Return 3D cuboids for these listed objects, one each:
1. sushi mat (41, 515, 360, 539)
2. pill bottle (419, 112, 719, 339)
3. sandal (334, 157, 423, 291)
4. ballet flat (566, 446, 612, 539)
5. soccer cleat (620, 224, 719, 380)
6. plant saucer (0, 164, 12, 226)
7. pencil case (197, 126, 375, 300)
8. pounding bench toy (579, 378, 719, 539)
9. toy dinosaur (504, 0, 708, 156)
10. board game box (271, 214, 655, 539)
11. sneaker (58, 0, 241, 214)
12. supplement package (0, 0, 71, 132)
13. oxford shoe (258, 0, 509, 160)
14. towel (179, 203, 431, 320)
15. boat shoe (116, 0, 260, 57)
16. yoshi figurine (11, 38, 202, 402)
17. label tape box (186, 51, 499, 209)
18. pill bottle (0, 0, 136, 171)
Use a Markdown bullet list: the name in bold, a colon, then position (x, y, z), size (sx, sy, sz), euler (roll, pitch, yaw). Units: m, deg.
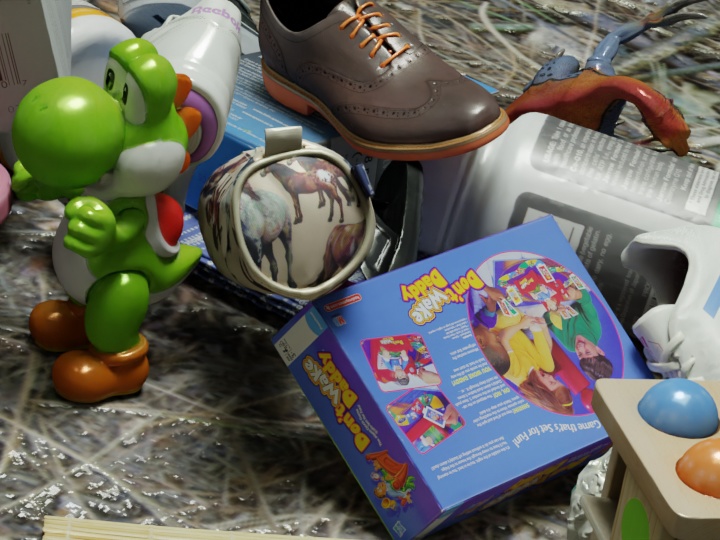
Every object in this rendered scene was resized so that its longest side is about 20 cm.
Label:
- **sushi mat**: position (-0.062, 0.158, 1.507), size (0.200, 0.012, 0.096), euler (5, 29, -9)
- **pill bottle**: position (0.131, -0.029, 1.809), size (0.200, 0.113, 0.113), euler (20, 28, 5)
- **sandal**: position (0.000, 0.000, 1.716), size (0.048, 0.075, 0.200), euler (21, 43, -10)
- **ballet flat**: position (0.206, 0.108, 1.580), size (0.200, 0.072, 0.072), euler (-12, 30, -5)
- **soccer cleat**: position (0.197, 0.062, 1.673), size (0.086, 0.070, 0.200), euler (4, 52, -25)
- **plant saucer**: position (-0.295, -0.020, 1.688), size (0.200, 0.051, 0.201), euler (-5, 20, 2)
- **pencil case**: position (-0.043, -0.031, 1.633), size (0.078, 0.089, 0.200), euler (3, 1, -8)
- **pounding bench toy**: position (0.189, 0.155, 1.445), size (0.124, 0.156, 0.200), euler (1, 29, -17)
- **toy dinosaur**: position (0.144, -0.092, 1.880), size (0.200, 0.105, 0.181), euler (-22, 2, 5)
- **board game box**: position (0.064, 0.057, 1.641), size (0.200, 0.045, 0.134), euler (-19, 72, -44)
- **sneaker**: position (-0.116, -0.087, 1.745), size (0.075, 0.200, 0.100), euler (27, 57, -15)
- **supplement package**: position (-0.237, -0.183, 1.781), size (0.117, 0.117, 0.200), euler (-7, 43, 2)
- **oxford shoe**: position (0.006, -0.120, 1.774), size (0.200, 0.073, 0.071), euler (23, 48, 41)
- **towel**: position (-0.030, -0.004, 1.828), size (0.200, 0.024, 0.145), euler (26, 30, 24)
- **boat shoe**: position (-0.100, -0.166, 1.946), size (0.072, 0.071, 0.200), euler (-8, -20, 15)
- **yoshi figurine**: position (-0.154, -0.032, 1.636), size (0.112, 0.200, 0.112), euler (19, 29, 15)
- **label tape box**: position (-0.034, -0.088, 1.881), size (0.200, 0.063, 0.144), euler (-16, 31, -41)
- **pill bottle**: position (-0.238, -0.143, 1.910), size (0.116, 0.116, 0.200), euler (-17, 38, -42)
